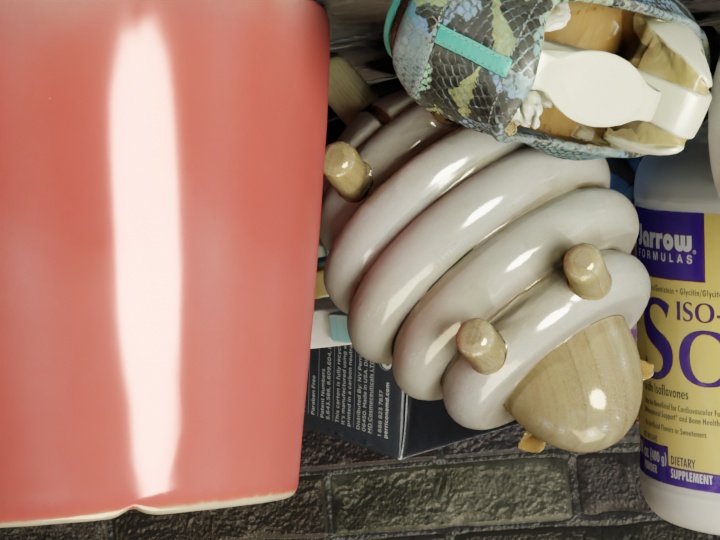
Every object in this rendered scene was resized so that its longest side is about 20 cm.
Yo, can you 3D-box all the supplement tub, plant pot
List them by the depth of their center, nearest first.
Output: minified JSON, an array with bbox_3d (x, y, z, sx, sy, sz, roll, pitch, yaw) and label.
[{"bbox_3d":[-0.099,0.000,0.826,0.199,0.179,0.200,-6,176,0],"label":"plant pot"},{"bbox_3d":[0.196,0.010,1.020,0.144,0.202,0.145,-2,-174,0],"label":"supplement tub"}]

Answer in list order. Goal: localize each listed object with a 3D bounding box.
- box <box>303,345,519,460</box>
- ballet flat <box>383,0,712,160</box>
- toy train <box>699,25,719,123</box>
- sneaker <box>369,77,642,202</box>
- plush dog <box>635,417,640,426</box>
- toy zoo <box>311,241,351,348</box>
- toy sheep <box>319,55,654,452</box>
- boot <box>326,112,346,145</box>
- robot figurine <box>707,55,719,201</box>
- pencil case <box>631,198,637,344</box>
[{"bbox_3d":[0.003,0.022,1.278,0.199,0.105,0.147,15,-162,41],"label":"box"},{"bbox_3d":[0.086,-0.066,0.807,0.074,0.075,0.199,-8,176,37],"label":"ballet flat"},{"bbox_3d":[0.189,-0.085,0.929,0.198,0.046,0.034,-3,179,-5],"label":"toy train"},{"bbox_3d":[0.073,-0.051,1.026,0.066,0.079,0.200,-6,175,34],"label":"sneaker"},{"bbox_3d":[0.199,0.019,1.440,0.199,0.173,0.160,0,173,-41],"label":"plush dog"},{"bbox_3d":[0.000,0.000,1.118,0.130,0.021,0.200,-9,-161,-5],"label":"toy zoo"},{"bbox_3d":[0.044,-0.012,0.896,0.137,0.201,0.138,-29,161,-11],"label":"toy sheep"},{"bbox_3d":[-0.051,-0.045,1.074,0.199,0.075,0.097,-14,169,-20],"label":"boot"},{"bbox_3d":[0.229,-0.054,0.838,0.198,0.126,0.150,-5,176,-3],"label":"robot figurine"},{"bbox_3d":[0.152,0.033,1.155,0.085,0.200,0.084,-44,166,12],"label":"pencil case"}]
